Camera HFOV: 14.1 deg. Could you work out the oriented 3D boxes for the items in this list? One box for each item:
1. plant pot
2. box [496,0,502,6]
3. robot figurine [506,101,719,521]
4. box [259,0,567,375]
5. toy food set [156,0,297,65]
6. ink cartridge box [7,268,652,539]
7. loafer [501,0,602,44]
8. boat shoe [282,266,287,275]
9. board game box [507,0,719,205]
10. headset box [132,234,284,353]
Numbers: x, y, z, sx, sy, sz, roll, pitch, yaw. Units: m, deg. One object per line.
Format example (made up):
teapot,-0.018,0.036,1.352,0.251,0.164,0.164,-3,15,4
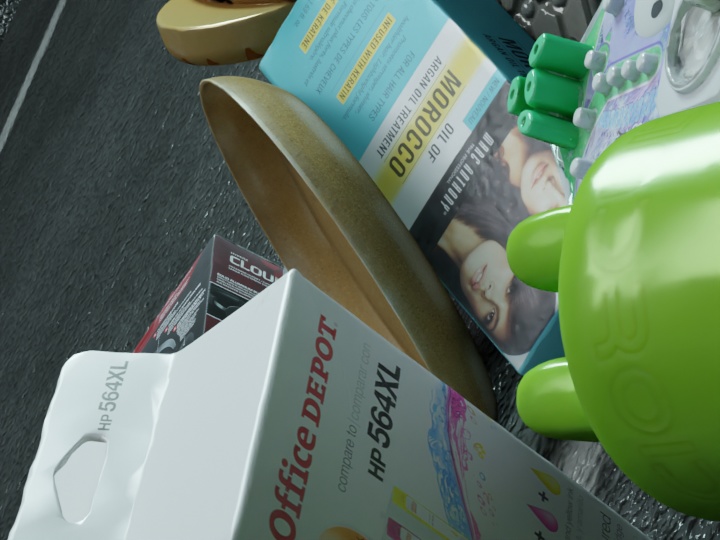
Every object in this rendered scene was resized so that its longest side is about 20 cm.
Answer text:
plant pot,0.000,0.000,1.190,0.027,0.200,0.200,-34,12,-9
box,0.041,-0.069,1.302,0.200,0.068,0.082,167,93,-70
robot figurine,0.134,0.005,0.772,0.200,0.116,0.176,-12,76,43
box,0.044,-0.051,1.152,0.200,0.049,0.082,50,119,36
toy food set,0.014,-0.141,1.349,0.200,0.198,0.049,-47,-49,-68
ink cartridge box,-0.017,0.110,0.950,0.125,0.200,0.129,-36,28,34
loafer,0.086,-0.159,1.190,0.070,0.070,0.200,-6,94,44
boat shoe,-0.018,0.028,1.384,0.072,0.070,0.201,-53,20,22
board game box,0.108,-0.078,0.938,0.200,0.026,0.200,-100,31,-54
headset box,-0.084,0.090,1.487,0.149,0.077,0.200,-54,16,27
